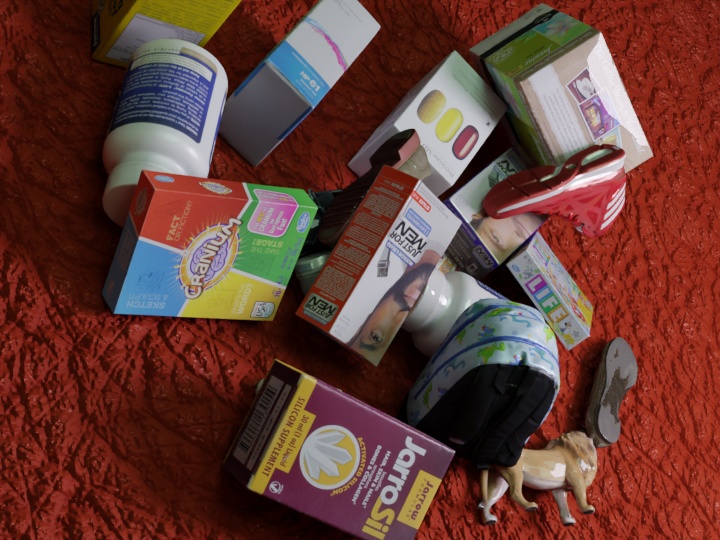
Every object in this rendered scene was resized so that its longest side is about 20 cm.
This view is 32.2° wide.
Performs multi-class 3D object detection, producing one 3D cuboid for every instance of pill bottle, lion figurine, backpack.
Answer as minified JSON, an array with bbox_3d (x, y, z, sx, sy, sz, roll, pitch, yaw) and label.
[{"bbox_3d":[-0.220,-0.146,1.382,0.119,0.120,0.201,26,51,-24],"label":"pill bottle"},{"bbox_3d":[0.216,0.247,1.533,0.198,0.073,0.123,11,51,-29],"label":"lion figurine"},{"bbox_3d":[0.132,0.070,1.533,0.199,0.111,0.112,30,50,-26],"label":"pill bottle"},{"bbox_3d":[0.147,0.127,1.427,0.162,0.200,0.155,15,64,-7],"label":"backpack"}]

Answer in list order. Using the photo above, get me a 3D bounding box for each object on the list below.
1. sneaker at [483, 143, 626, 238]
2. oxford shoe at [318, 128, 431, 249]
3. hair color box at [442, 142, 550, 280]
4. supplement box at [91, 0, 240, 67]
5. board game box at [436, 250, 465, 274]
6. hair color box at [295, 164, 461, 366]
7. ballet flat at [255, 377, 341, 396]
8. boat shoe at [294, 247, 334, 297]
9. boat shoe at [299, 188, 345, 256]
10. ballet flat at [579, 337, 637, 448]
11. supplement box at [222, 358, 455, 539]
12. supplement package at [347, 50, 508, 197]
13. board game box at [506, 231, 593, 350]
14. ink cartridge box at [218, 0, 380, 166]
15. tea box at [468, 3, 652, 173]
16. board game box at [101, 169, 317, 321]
[{"bbox_3d":[0.262,-0.078,1.619,0.078,0.198,0.116,-120,-167,-61],"label":"sneaker"},{"bbox_3d":[0.026,-0.084,1.488,0.200,0.070,0.075,-49,117,-30],"label":"oxford shoe"},{"bbox_3d":[0.181,-0.080,1.666,0.110,0.065,0.200,52,46,-2],"label":"hair color box"},{"bbox_3d":[-0.221,-0.325,1.429,0.108,0.200,0.110,12,57,-33],"label":"supplement box"},{"bbox_3d":[0.139,-0.033,1.667,0.096,0.030,0.200,52,43,-1],"label":"board game box"},{"bbox_3d":[0.023,-0.004,1.434,0.201,0.064,0.111,-59,140,-5],"label":"hair color box"},{"bbox_3d":[-0.022,0.161,1.398,0.199,0.064,0.068,29,50,-22],"label":"ballet flat"},{"bbox_3d":[0.000,0.000,1.518,0.200,0.070,0.072,-18,98,-45],"label":"boat shoe"},{"bbox_3d":[-0.051,-0.063,1.508,0.199,0.062,0.075,-12,75,-41],"label":"boat shoe"},{"bbox_3d":[0.335,0.167,1.697,0.067,0.046,0.201,42,42,-15],"label":"ballet flat"},{"bbox_3d":[-0.024,0.198,1.313,0.199,0.103,0.132,28,85,-22],"label":"supplement box"},{"bbox_3d":[0.092,-0.178,1.655,0.114,0.109,0.200,44,46,-8],"label":"supplement package"},{"bbox_3d":[0.253,0.023,1.650,0.135,0.034,0.200,54,15,0],"label":"board game box"},{"bbox_3d":[-0.078,-0.243,1.533,0.085,0.144,0.201,42,47,-10],"label":"ink cartridge box"},{"bbox_3d":[0.272,-0.231,1.709,0.201,0.133,0.197,59,-3,-26],"label":"tea box"},{"bbox_3d":[-0.161,-0.022,1.337,0.199,0.154,0.040,4,30,-36],"label":"board game box"}]
